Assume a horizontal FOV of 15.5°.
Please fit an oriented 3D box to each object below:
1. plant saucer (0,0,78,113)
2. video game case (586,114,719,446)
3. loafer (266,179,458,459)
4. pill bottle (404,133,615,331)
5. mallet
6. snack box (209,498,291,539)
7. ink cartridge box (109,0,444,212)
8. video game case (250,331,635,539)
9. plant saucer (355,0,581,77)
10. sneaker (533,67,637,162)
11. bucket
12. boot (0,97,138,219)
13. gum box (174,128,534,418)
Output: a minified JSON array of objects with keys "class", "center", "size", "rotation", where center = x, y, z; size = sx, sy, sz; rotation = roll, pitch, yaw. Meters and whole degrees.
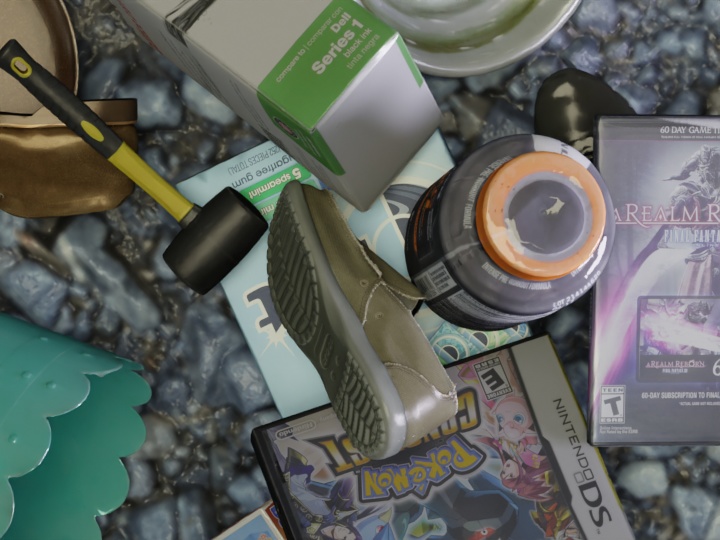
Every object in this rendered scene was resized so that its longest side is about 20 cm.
[{"class":"plant saucer","center":[-0.279,-0.129,1.719],"size":[0.199,0.032,0.201],"rotation":[0,91,4]},{"class":"video game case","center":[0.210,0.006,1.602],"size":[0.142,0.019,0.201],"rotation":[0,96,-6]},{"class":"loafer","center":[0.000,0.028,1.613],"size":[0.069,0.075,0.201],"rotation":[-8,56,-26]},{"class":"pill bottle","center":[0.090,-0.023,1.561],"size":[0.106,0.200,0.107],"rotation":[1,84,-8]},{"class":"mallet","center":[-0.153,-0.062,1.637],"size":[0.200,0.041,0.066],"rotation":[35,97,-13]},{"class":"snack box","center":[-0.100,0.217,1.661],"size":[0.200,0.024,0.072],"rotation":[-36,86,36]},{"class":"ink cartridge box","center":[-0.060,-0.143,1.614],"size":[0.200,0.146,0.084],"rotation":[39,84,21]},{"class":"video game case","center":[0.056,0.149,1.598],"size":[0.199,0.026,0.181],"rotation":[-17,71,-12]},{"class":"plant saucer","center":[0.061,-0.223,1.653],"size":[0.199,0.050,0.201],"rotation":[-9,110,-24]},{"class":"sneaker","center":[0.163,-0.034,1.652],"size":[0.076,0.091,0.201],"rotation":[-23,87,7]},{"class":"bucket","center":[-0.234,0.118,1.637],"size":[0.134,0.207,0.208],"rotation":[25,93,13]},{"class":"boot","center":[-0.239,-0.067,1.669],"size":[0.199,0.074,0.076],"rotation":[-2,97,2]},{"class":"gum box","center":[0.000,0.000,1.689],"size":[0.169,0.045,0.201],"rotation":[-25,88,5]}]
